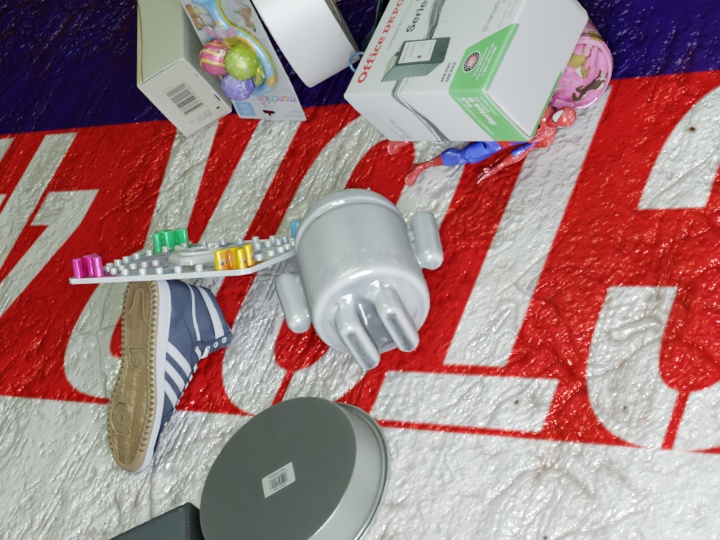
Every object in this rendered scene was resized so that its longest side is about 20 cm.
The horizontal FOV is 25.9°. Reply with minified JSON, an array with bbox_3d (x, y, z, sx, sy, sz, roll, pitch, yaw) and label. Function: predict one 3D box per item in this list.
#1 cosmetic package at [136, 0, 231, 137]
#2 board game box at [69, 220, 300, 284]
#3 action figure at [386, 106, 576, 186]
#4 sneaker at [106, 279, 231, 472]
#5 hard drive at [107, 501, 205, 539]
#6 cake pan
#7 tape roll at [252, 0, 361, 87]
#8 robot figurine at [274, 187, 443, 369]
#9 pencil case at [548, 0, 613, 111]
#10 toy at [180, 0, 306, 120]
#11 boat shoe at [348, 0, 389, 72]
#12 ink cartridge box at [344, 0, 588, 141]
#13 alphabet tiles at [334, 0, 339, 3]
[{"bbox_3d":[-0.217,-0.272,1.926,0.073,0.104,0.200,-28,40,18],"label":"cosmetic package"},{"bbox_3d":[-0.161,-0.021,1.580,0.199,0.026,0.200,-3,10,22],"label":"board game box"},{"bbox_3d":[0.123,-0.129,1.544,0.199,0.066,0.052,-15,24,31],"label":"action figure"},{"bbox_3d":[-0.193,0.106,1.601,0.070,0.108,0.201,5,89,40],"label":"sneaker"},{"bbox_3d":[-0.232,0.313,1.461,0.199,0.033,0.140,-27,41,18],"label":"hard drive"},{"bbox_3d":[-0.066,0.197,1.424,0.200,0.037,0.201,-22,43,23],"label":"cake pan"},{"bbox_3d":[-0.077,-0.309,1.760,0.071,0.203,0.203,-28,41,7],"label":"tape roll"},{"bbox_3d":[0.000,0.000,1.488,0.169,0.113,0.200,-23,42,4],"label":"robot figurine"},{"bbox_3d":[0.185,-0.243,1.580,0.086,0.083,0.200,-24,41,4],"label":"pencil case"},{"bbox_3d":[-0.150,-0.244,1.763,0.115,0.201,0.047,8,41,44],"label":"toy"},{"bbox_3d":[0.025,-0.239,1.719,0.084,0.069,0.201,-21,44,25],"label":"boat shoe"},{"bbox_3d":[0.097,-0.204,1.503,0.200,0.084,0.146,4,63,49],"label":"ink cartridge box"},{"bbox_3d":[0.005,-0.398,1.931,0.199,0.006,0.167,-19,45,26],"label":"alphabet tiles"}]
